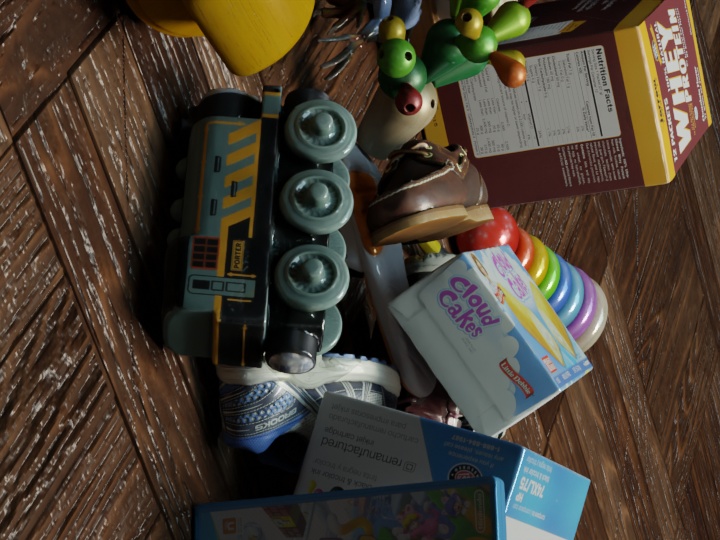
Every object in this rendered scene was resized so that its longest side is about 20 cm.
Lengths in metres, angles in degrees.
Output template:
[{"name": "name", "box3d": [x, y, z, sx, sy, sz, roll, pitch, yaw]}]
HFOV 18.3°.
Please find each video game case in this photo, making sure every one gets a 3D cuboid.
[{"name": "video game case", "box3d": [-0.007, 0.203, 1.330, 0.018, 0.199, 0.144, 28, 57, -63]}]

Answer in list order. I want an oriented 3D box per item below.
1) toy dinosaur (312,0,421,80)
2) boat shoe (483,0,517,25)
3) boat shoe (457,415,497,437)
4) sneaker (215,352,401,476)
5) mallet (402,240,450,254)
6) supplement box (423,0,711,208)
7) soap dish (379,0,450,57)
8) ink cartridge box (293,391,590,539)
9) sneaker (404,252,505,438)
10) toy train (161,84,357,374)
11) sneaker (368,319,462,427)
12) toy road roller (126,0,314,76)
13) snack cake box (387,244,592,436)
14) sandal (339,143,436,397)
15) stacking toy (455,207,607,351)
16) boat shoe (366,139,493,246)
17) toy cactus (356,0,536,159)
[{"name": "toy dinosaur", "box3d": [0.003, -0.224, 1.578, 0.200, 0.105, 0.182, -45, 165, -23]}, {"name": "boat shoe", "box3d": [0.118, -0.271, 1.739, 0.072, 0.064, 0.201, 104, -13, -65]}, {"name": "boat shoe", "box3d": [0.072, 0.110, 1.696, 0.062, 0.074, 0.201, 34, 75, -37]}, {"name": "sneaker", "box3d": [-0.039, 0.095, 1.482, 0.200, 0.077, 0.086, 15, 79, -59]}, {"name": "mallet", "box3d": [0.044, -0.019, 1.767, 0.200, 0.065, 0.041, 62, 27, -73]}, {"name": "supplement box", "box3d": [0.175, -0.150, 1.904, 0.197, 0.199, 0.134, -44, 124, -63]}, {"name": "soap dish", "box3d": [0.062, -0.262, 1.818, 0.200, 0.081, 0.158, -53, 132, -61]}, {"name": "ink cartridge box", "box3d": [0.036, 0.202, 1.437, 0.146, 0.146, 0.201, 31, 74, -64]}, {"name": "sneaker", "box3d": [0.083, 0.064, 1.771, 0.200, 0.075, 0.088, 55, 34, -48]}, {"name": "toy train", "box3d": [-0.063, -0.029, 1.387, 0.085, 0.113, 0.201, 101, -7, -60]}, {"name": "sneaker", "box3d": [0.025, 0.107, 1.617, 0.115, 0.075, 0.201, 18, 67, -63]}, {"name": "toy road roller", "box3d": [-0.054, -0.210, 1.360, 0.123, 0.199, 0.147, 55, 13, -50]}, {"name": "snack cake box", "box3d": [0.095, 0.047, 1.569, 0.115, 0.067, 0.200, 56, 12, 5]}, {"name": "sandal", "box3d": [-0.003, -0.001, 1.589, 0.079, 0.059, 0.208, 31, 41, -63]}, {"name": "stacking toy", "box3d": [0.141, 0.001, 1.948, 0.200, 0.085, 0.086, 44, 43, -49]}, {"name": "boat shoe", "box3d": [0.043, -0.057, 1.575, 0.200, 0.070, 0.071, -12, 84, -77]}, {"name": "toy cactus", "box3d": [0.060, -0.141, 1.589, 0.102, 0.165, 0.200, 41, 33, 3]}]
